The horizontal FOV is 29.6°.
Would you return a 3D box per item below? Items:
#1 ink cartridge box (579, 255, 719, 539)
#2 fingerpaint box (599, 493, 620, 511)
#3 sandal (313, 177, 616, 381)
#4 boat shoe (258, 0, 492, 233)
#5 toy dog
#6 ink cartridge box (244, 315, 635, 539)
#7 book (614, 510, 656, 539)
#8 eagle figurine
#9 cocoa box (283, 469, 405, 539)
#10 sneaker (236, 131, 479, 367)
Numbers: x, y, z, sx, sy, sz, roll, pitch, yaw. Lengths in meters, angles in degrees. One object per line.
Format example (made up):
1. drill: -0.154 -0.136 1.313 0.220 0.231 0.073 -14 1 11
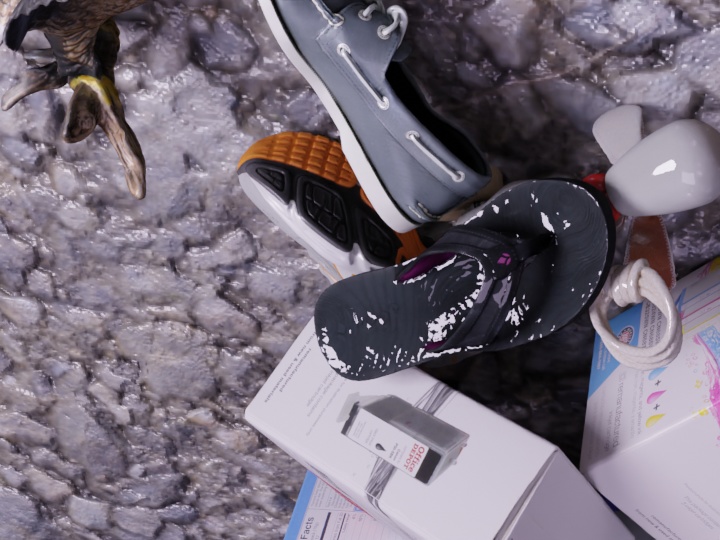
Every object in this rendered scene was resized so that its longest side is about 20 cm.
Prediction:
1. ink cartridge box: 0.243 0.065 0.772 0.125 0.129 0.200 39 129 -18
2. fingerpaint box: 0.213 0.264 0.938 0.200 0.073 0.167 41 137 20
3. sandal: 0.047 0.015 0.710 0.200 0.048 0.076 -28 84 38
4. boat shoe: 0.005 -0.115 0.704 0.061 0.073 0.201 -19 112 26
5. toy dog: 0.124 -0.025 0.742 0.199 0.096 0.133 9 99 47
6. ink cartridge box: 0.049 0.125 0.823 0.199 0.083 0.147 27 166 40
7. book: 0.256 0.209 0.846 0.198 0.134 0.048 -1 144 -20
8. eagle figurine: -0.128 -0.162 0.672 0.151 0.151 0.200 34 146 11
9. cocoa box: 0.029 0.240 0.985 0.130 0.134 0.201 1 132 17
10. sneaker: 0.000 0.000 0.820 0.199 0.076 0.092 35 135 -15
